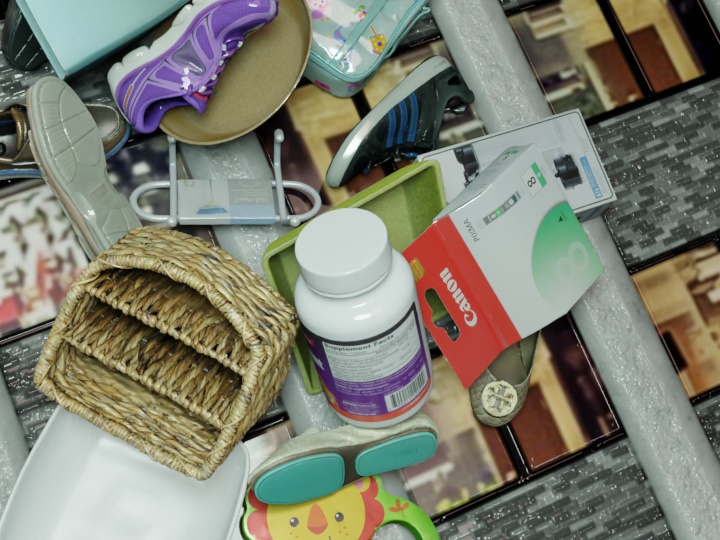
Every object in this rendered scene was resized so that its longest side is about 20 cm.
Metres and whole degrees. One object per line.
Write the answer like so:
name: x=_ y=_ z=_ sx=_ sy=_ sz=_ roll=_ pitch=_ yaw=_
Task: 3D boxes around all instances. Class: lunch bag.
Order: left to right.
lunch bag: x=-0.011 y=-0.302 z=1.154 sx=0.160 sy=0.077 sz=0.201 roll=34 pitch=75 yaw=1

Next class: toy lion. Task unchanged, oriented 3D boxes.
toy lion: x=-0.017 y=0.263 z=1.019 sx=0.198 sy=0.069 sz=0.193 roll=3 pitch=67 yaw=-9

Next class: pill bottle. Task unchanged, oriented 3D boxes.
pill bottle: x=0.001 y=0.044 z=0.957 sx=0.111 sy=0.201 sz=0.112 roll=-7 pitch=44 yaw=7

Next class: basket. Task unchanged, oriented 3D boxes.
basket: x=-0.172 y=0.064 z=0.944 sx=0.199 sy=0.143 sz=0.149 roll=28 pitch=38 yaw=13

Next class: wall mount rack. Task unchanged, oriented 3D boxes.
wall mount rack: x=-0.132 y=-0.076 z=1.047 sx=0.198 sy=0.075 sz=0.174 roll=-1 pitch=42 yaw=-10

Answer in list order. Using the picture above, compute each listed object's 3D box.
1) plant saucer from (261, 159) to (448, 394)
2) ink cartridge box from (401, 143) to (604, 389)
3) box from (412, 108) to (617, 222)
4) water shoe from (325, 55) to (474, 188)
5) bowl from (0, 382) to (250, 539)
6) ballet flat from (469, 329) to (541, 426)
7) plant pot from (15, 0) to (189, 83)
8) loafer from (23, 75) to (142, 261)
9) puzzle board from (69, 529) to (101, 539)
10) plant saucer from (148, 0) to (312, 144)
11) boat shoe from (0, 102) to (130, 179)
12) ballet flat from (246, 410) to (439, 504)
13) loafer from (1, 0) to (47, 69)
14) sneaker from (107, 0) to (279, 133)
plant saucer: x=0.000 y=0.000 z=1.044 sx=0.199 sy=0.201 sz=0.048 roll=-30 pitch=44 yaw=-15
ink cartridge box: x=0.141 y=-0.005 z=1.037 sx=0.200 sy=0.050 sz=0.161 roll=-44 pitch=112 yaw=-28
box: x=0.163 y=-0.090 z=1.138 sx=0.199 sy=0.060 sz=0.117 roll=-17 pitch=79 yaw=-13
water shoe: x=0.047 y=-0.150 z=1.128 sx=0.079 sy=0.072 sz=0.200 roll=43 pitch=73 yaw=1
bowl: x=-0.217 y=0.226 z=0.971 sx=0.198 sy=0.075 sz=0.201 roll=21 pitch=63 yaw=-1
ballet flat: x=0.166 y=0.067 z=1.104 sx=0.067 sy=0.046 sz=0.201 roll=24 pitch=72 yaw=-4
plant pot: x=-0.236 y=-0.293 z=1.022 sx=0.199 sy=0.141 sz=0.142 roll=-30 pitch=104 yaw=-12
loafer: x=-0.282 y=-0.088 z=1.024 sx=0.072 sy=0.063 sz=0.201 roll=-43 pitch=114 yaw=-49
puzzle board: x=-0.210 y=0.354 z=0.977 sx=0.199 sy=0.017 sz=0.152 roll=23 pitch=72 yaw=0
plant saucer: x=-0.131 y=-0.214 z=1.071 sx=0.199 sy=0.035 sz=0.202 roll=-9 pitch=68 yaw=22
boat shoe: x=-0.333 y=-0.133 z=1.058 sx=0.199 sy=0.072 sz=0.073 roll=-17 pitch=78 yaw=-14
ballet flat: x=-0.020 y=0.176 z=1.013 sx=0.199 sy=0.068 sz=0.062 roll=-10 pitch=35 yaw=-20
loafer: x=-0.335 y=-0.308 z=1.117 sx=0.072 sy=0.073 sz=0.201 roll=15 pitch=77 yaw=35
sneaker: x=-0.154 y=-0.204 z=1.028 sx=0.199 sy=0.081 sz=0.084 roll=-33 pitch=75 yaw=20
